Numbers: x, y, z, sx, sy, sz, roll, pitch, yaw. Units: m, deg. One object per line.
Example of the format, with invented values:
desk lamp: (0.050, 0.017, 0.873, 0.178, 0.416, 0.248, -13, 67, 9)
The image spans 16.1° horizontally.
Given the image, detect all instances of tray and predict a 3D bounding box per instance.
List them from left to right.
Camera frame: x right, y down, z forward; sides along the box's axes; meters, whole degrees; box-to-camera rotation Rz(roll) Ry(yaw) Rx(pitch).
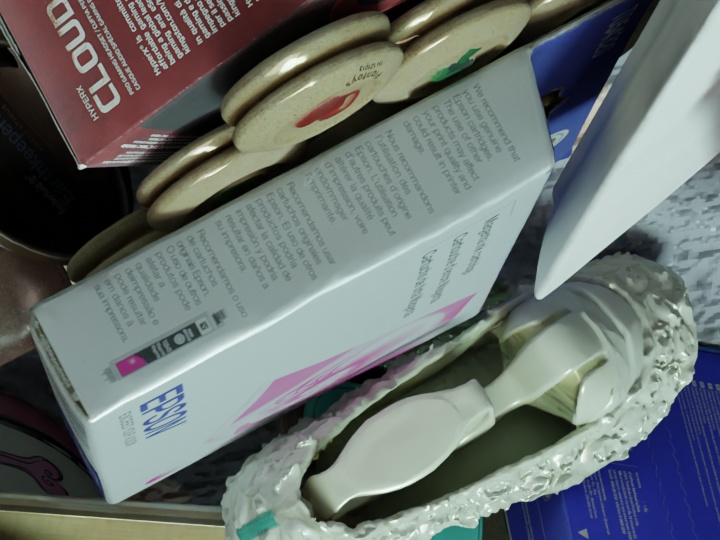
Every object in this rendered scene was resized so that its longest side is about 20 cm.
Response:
tray: (0.102, -0.067, 0.704, 0.107, 0.022, 0.200, -37, 168, -23)

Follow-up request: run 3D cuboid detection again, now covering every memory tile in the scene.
memory tile: (0.016, -0.048, 0.734, 0.199, 0.017, 0.153, -23, 169, -39)

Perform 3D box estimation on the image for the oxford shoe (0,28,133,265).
oxford shoe: (-0.131, -0.077, 0.722, 0.200, 0.084, 0.073, 43, 85, -26)

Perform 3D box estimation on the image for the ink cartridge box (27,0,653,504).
ink cartridge box: (0.000, 0.000, 0.769, 0.199, 0.043, 0.196, -27, 171, -8)

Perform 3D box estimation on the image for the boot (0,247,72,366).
boot: (-0.204, -0.018, 0.800, 0.166, 0.072, 0.201, -36, 96, -12)

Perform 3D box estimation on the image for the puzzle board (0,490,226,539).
puzzle board: (-0.140, 0.124, 0.898, 0.199, 0.017, 0.151, 6, 136, -15)

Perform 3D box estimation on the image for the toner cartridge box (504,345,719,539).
toner cartridge box: (0.106, 0.110, 0.901, 0.094, 0.201, 0.043, 11, 134, -21)

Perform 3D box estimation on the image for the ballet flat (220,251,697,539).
ballet flat: (0.045, 0.049, 0.861, 0.199, 0.072, 0.072, -30, 143, -23)

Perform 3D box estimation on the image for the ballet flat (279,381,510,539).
ballet flat: (0.032, 0.101, 0.980, 0.199, 0.068, 0.067, 27, 141, -32)

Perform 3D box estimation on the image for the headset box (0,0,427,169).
headset box: (0.000, -0.100, 0.699, 0.200, 0.075, 0.148, -33, 169, 23)

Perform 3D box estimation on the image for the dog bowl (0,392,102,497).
dog bowl: (-0.178, 0.118, 0.950, 0.199, 0.074, 0.201, -5, 137, -4)
